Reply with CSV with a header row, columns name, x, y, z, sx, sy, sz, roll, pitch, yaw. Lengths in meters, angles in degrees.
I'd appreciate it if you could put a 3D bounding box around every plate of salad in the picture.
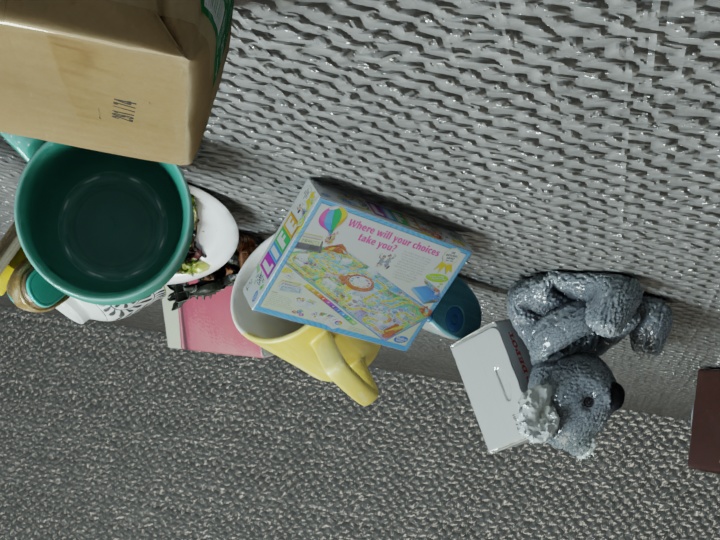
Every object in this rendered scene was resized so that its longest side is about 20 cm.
name,x,y,z,sx,sy,sz,roll,pitch,yaw
plate of salad,-0.233,-0.032,1.178,0.198,0.048,0.201,-3,146,-2

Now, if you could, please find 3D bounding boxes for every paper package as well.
name,x,y,z,sx,sy,sz,roll,pitch,yaw
paper package,-0.157,-0.135,0.519,0.188,0.105,0.200,10,170,-7

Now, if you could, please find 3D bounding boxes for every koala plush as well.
name,x,y,z,sx,sy,sz,roll,pitch,yaw
koala plush,0.245,0.114,1.241,0.182,0.202,0.177,4,169,35

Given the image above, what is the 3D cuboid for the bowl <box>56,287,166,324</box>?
name,x,y,z,sx,sy,sz,roll,pitch,yaw
bowl,-0.345,0.002,1.313,0.200,0.094,0.201,33,160,14

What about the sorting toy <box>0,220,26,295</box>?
name,x,y,z,sx,sy,sz,roll,pitch,yaw
sorting toy,-0.352,-0.030,1.107,0.036,0.201,0.185,42,160,-18

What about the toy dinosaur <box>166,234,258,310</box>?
name,x,y,z,sx,sy,sz,roll,pitch,yaw
toy dinosaur,-0.171,-0.018,1.330,0.134,0.103,0.200,-8,166,-27

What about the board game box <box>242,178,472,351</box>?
name,x,y,z,sx,sy,sz,roll,pitch,yaw
board game box,0.000,0.000,1.066,0.199,0.135,0.034,18,-155,-36

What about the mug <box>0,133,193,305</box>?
name,x,y,z,sx,sy,sz,roll,pitch,yaw
mug,-0.229,-0.061,0.964,0.150,0.187,0.114,-13,176,-9

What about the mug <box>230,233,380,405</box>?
name,x,y,z,sx,sy,sz,roll,pitch,yaw
mug,-0.048,0.066,1.213,0.148,0.188,0.153,-11,143,26

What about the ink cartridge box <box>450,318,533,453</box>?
name,x,y,z,sx,sy,sz,roll,pitch,yaw
ink cartridge box,0.224,0.138,1.373,0.199,0.148,0.086,-4,160,-47

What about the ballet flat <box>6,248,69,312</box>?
name,x,y,z,sx,sy,sz,roll,pitch,yaw
ballet flat,-0.271,-0.025,1.062,0.072,0.200,0.068,-1,125,45

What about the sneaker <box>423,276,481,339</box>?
name,x,y,z,sx,sy,sz,roll,pitch,yaw
sneaker,0.051,0.034,1.367,0.199,0.080,0.130,28,161,-31

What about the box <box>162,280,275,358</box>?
name,x,y,z,sx,sy,sz,roll,pitch,yaw
box,-0.163,0.049,1.475,0.199,0.110,0.127,2,-169,42

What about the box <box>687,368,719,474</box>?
name,x,y,z,sx,sy,sz,roll,pitch,yaw
box,0.659,0.254,1.711,0.163,0.168,0.199,15,170,-30
